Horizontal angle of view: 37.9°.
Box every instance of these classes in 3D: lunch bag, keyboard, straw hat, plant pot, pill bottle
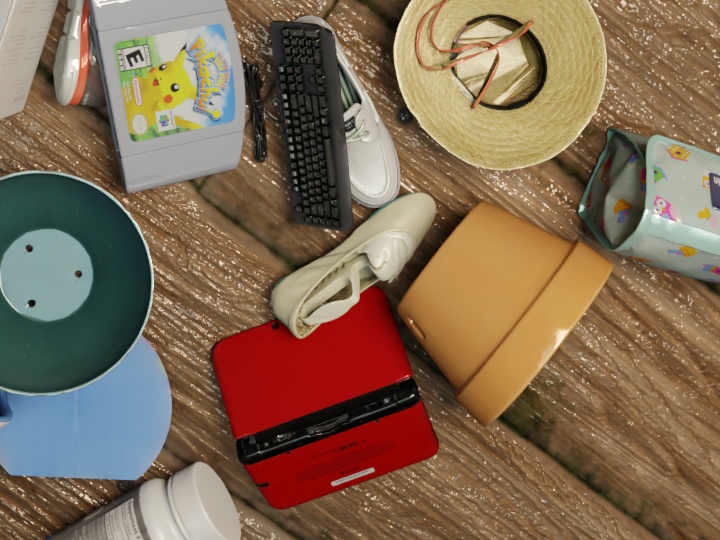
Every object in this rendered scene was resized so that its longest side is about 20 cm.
[{"bbox_3d":[0.313,-0.052,0.987,0.168,0.200,0.123,18,104,-6],"label":"lunch bag"},{"bbox_3d":[-0.066,-0.139,1.007,0.126,0.021,0.203,14,121,37],"label":"keyboard"},{"bbox_3d":[0.130,-0.199,1.002,0.198,0.085,0.204,0,100,2],"label":"straw hat"},{"bbox_3d":[-0.302,0.008,1.003,0.197,0.135,0.203,-1,94,-15],"label":"plant pot"},{"bbox_3d":[0.129,0.029,1.016,0.140,0.200,0.201,39,101,5],"label":"plant pot"},{"bbox_3d":[-0.233,0.291,1.102,0.198,0.114,0.115,-30,104,5],"label":"pill bottle"}]

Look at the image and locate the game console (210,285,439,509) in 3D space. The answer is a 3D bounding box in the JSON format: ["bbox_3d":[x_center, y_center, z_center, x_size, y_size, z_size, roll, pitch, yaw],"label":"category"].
[{"bbox_3d":[-0.036,0.140,1.119,0.198,0.120,0.173,-20,136,4],"label":"game console"}]

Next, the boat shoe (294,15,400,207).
[{"bbox_3d":[-0.021,-0.147,1.018,0.073,0.067,0.202,-28,104,6],"label":"boat shoe"}]

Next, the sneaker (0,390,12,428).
[{"bbox_3d":[-0.387,0.070,1.036,0.081,0.074,0.203,-10,90,26],"label":"sneaker"}]

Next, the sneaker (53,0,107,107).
[{"bbox_3d":[-0.234,-0.250,0.993,0.081,0.077,0.202,9,109,-28],"label":"sneaker"}]

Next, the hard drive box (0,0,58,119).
[{"bbox_3d":[-0.327,-0.240,0.937,0.076,0.156,0.202,21,102,-7],"label":"hard drive box"}]

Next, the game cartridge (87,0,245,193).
[{"bbox_3d":[-0.176,-0.180,0.987,0.132,0.040,0.203,-17,119,-22],"label":"game cartridge"}]

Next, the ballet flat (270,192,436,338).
[{"bbox_3d":[0.000,0.000,1.054,0.199,0.070,0.070,-35,103,9],"label":"ballet flat"}]

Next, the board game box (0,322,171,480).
[{"bbox_3d":[-0.294,0.134,1.097,0.197,0.039,0.161,3,96,-3],"label":"board game box"}]
